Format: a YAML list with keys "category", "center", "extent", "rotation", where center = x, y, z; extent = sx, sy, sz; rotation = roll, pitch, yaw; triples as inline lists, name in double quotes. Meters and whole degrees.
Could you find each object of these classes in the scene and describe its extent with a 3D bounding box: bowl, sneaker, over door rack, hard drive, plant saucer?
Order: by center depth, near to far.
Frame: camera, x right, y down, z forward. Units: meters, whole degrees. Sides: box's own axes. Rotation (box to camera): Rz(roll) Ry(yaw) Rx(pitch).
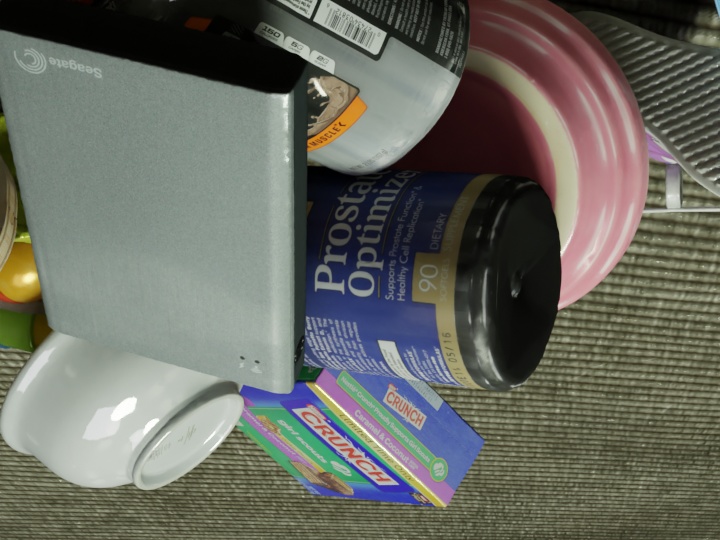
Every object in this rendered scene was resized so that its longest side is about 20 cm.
- category: "hard drive"
  center: [-0.093, -0.030, 0.617]
  extent: [0.138, 0.033, 0.201]
  rotation: [15, 138, 10]
- category: "plant saucer"
  center: [0.063, -0.060, 0.750]
  extent: [0.200, 0.202, 0.051]
  rotation: [-23, -172, 35]
- category: "sneaker"
  center: [0.206, -0.084, 0.764]
  extent: [0.073, 0.200, 0.114]
  rotation: [-54, 144, 7]
- category: "bowl"
  center: [-0.146, 0.089, 0.924]
  extent: [0.201, 0.090, 0.201]
  rotation: [-38, 159, -17]
- category: "over door rack"
  center: [0.225, -0.053, 0.924]
  extent: [0.146, 0.067, 0.200]
  rotation: [0, 170, 16]

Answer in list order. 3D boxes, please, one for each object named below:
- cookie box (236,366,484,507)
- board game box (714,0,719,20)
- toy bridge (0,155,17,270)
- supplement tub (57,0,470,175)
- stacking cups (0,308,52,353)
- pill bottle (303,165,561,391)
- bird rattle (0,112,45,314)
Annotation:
- category: "cookie box"
  center: [-0.023, 0.121, 1.119]
  extent: [0.171, 0.075, 0.199]
  rotation: [46, 151, -24]
- category: "board game box"
  center: [0.301, -0.160, 0.726]
  extent: [0.194, 0.056, 0.200]
  rotation: [-13, 154, 19]
- category: "toy bridge"
  center: [-0.234, -0.029, 0.753]
  extent: [0.067, 0.202, 0.027]
  rotation: [-5, 153, 1]
- category: "supplement tub"
  center: [-0.053, -0.135, 0.634]
  extent: [0.199, 0.123, 0.122]
  rotation: [23, 145, -34]
- category: "stacking cups"
  center: [-0.277, 0.028, 0.971]
  extent: [0.198, 0.061, 0.061]
  rotation: [10, 161, 21]
- category: "pill bottle"
  center: [0.000, 0.000, 0.713]
  extent: [0.199, 0.113, 0.112]
  rotation: [5, 162, 29]
- category: "bird rattle"
  center: [-0.245, -0.016, 0.857]
  extent: [0.199, 0.113, 0.163]
  rotation: [-19, 137, 23]
